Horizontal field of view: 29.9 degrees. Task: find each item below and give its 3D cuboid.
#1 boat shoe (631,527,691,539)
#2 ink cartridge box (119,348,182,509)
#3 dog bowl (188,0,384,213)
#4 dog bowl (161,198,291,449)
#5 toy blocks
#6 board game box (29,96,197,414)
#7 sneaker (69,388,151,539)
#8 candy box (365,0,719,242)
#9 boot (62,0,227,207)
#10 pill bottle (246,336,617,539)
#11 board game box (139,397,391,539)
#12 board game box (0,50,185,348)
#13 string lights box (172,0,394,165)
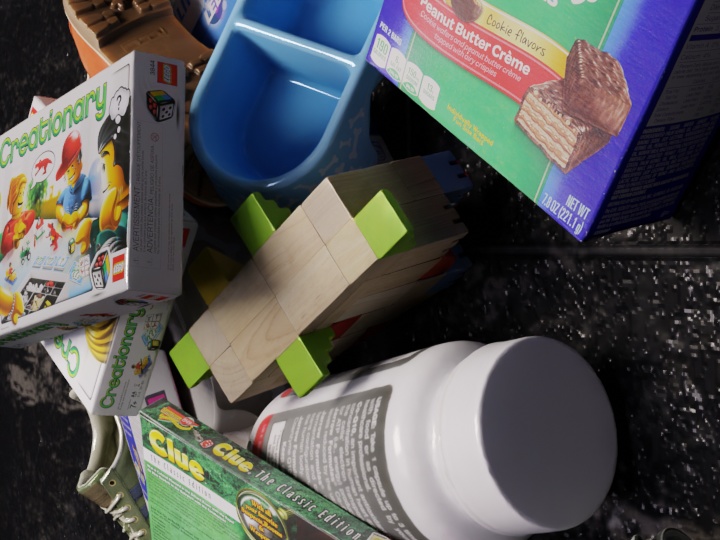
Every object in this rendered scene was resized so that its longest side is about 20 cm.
[{"bbox_3d":[0.148,0.158,0.639,0.200,0.072,0.071,0,83,42],"label":"boat shoe"},{"bbox_3d":[-0.146,0.105,0.936,0.095,0.037,0.200,13,122,69],"label":"ink cartridge box"},{"bbox_3d":[-0.029,-0.124,0.775,0.111,0.050,0.200,23,85,23],"label":"dog bowl"},{"bbox_3d":[-0.103,0.035,0.900,0.200,0.059,0.200,52,153,42],"label":"dog bowl"},{"bbox_3d":[0.000,0.000,0.757,0.200,0.137,0.100,-45,71,41],"label":"toy blocks"},{"bbox_3d":[-0.172,-0.015,0.841,0.200,0.035,0.126,40,117,49],"label":"board game box"},{"bbox_3d":[-0.174,0.169,1.021,0.067,0.090,0.200,-19,77,51],"label":"sneaker"},{"bbox_3d":[0.104,-0.143,0.625,0.169,0.077,0.200,44,132,31],"label":"candy box"},{"bbox_3d":[-0.127,-0.103,0.879,0.200,0.075,0.107,56,156,26],"label":"boot"},{"bbox_3d":[0.034,0.102,0.732,0.200,0.114,0.114,-20,77,51],"label":"pill bottle"},{"bbox_3d":[-0.048,0.156,0.746,0.200,0.023,0.105,26,132,34],"label":"board game box"},{"bbox_3d":[-0.162,-0.032,0.757,0.200,0.035,0.126,-17,69,51],"label":"board game box"},{"bbox_3d":[-0.059,-0.111,0.879,0.103,0.059,0.200,-54,53,43],"label":"string lights box"}]
